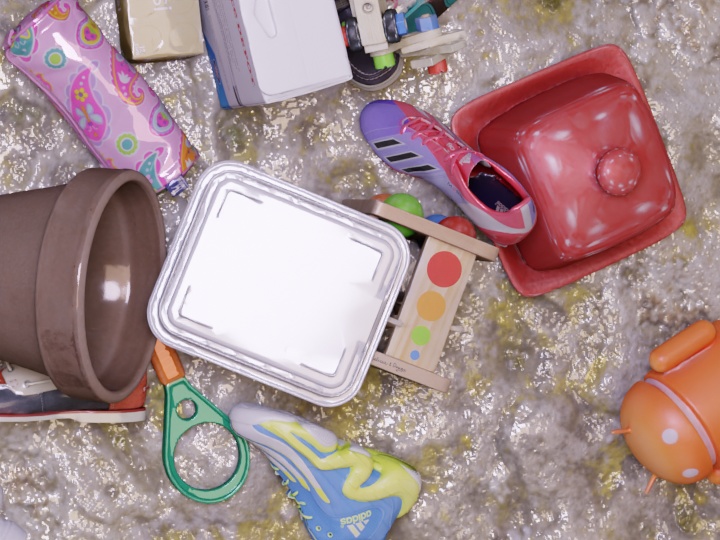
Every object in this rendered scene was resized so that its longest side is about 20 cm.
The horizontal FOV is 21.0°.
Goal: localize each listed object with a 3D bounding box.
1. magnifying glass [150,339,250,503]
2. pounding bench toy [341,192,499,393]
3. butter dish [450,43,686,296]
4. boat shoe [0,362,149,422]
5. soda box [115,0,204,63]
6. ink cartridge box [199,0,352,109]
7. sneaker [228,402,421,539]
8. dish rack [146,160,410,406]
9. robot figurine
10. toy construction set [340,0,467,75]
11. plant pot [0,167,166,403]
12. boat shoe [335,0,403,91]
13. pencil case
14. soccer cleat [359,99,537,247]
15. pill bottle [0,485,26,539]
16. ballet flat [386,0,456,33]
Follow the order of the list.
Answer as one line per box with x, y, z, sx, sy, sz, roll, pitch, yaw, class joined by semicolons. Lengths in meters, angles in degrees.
-0.163;0.119;1.776;0.079;0.022;0.201;-24;101;-13;magnifying glass
0.000;0.000;1.761;0.199;0.124;0.157;21;87;-16;pounding bench toy
0.215;-0.093;1.806;0.199;0.148;0.201;-24;99;-13;butter dish
-0.284;0.102;1.712;0.199;0.071;0.063;1;94;-19;boat shoe
-0.187;-0.287;1.725;0.067;0.064;0.201;-7;94;-16;soda box
-0.084;-0.221;1.686;0.086;0.200;0.147;-15;97;-15;ink cartridge box
-0.042;0.198;1.785;0.199;0.076;0.105;24;87;-17;sneaker
-0.069;0.011;1.669;0.199;0.044;0.172;22;85;-4;dish rack
0.334;0.128;1.868;0.200;0.144;0.117;-36;67;-12;robot figurine
0.015;-0.251;1.669;0.092;0.131;0.201;-25;101;12;toy construction set
-0.278;0.009;1.652;0.174;0.200;0.201;3;92;14;plant pot
-0.025;-0.253;1.737;0.072;0.065;0.201;-25;75;7;boat shoe
-0.228;-0.147;1.709;0.087;0.087;0.200;-40;104;-10;pencil case
0.081;-0.100;1.771;0.200;0.077;0.067;41;71;16;soccer cleat
-0.386;0.194;1.668;0.200;0.111;0.111;41;82;-14;pill bottle
0.054;-0.263;1.800;0.200;0.076;0.064;-42;71;-9;ballet flat
